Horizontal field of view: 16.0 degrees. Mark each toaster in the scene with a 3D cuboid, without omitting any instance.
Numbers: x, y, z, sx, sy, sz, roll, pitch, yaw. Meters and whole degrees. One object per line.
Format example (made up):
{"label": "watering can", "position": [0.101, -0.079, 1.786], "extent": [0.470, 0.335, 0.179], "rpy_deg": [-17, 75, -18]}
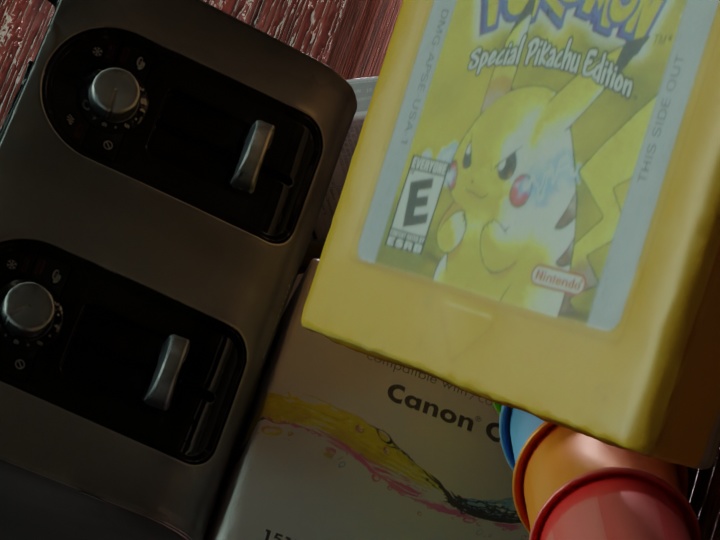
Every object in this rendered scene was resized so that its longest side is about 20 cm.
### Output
{"label": "toaster", "position": [-0.095, 0.019, 0.900], "extent": [0.200, 0.118, 0.182], "rpy_deg": [126, 165, -65]}

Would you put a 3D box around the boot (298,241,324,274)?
{"label": "boot", "position": [-0.011, 0.115, 0.985], "extent": [0.201, 0.066, 0.176], "rpy_deg": [-72, -33, -41]}

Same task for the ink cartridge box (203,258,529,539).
{"label": "ink cartridge box", "position": [0.013, 0.076, 0.859], "extent": [0.068, 0.116, 0.201], "rpy_deg": [118, 170, -49]}

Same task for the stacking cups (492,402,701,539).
{"label": "stacking cups", "position": [0.071, 0.056, 0.744], "extent": [0.200, 0.060, 0.061], "rpy_deg": [-95, 26, -66]}

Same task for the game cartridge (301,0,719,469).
{"label": "game cartridge", "position": [0.063, -0.061, 0.718], "extent": [0.176, 0.032, 0.201], "rpy_deg": [17, 92, 57]}

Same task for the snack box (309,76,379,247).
{"label": "snack box", "position": [0.000, 0.000, 1.031], "extent": [0.201, 0.071, 0.024], "rpy_deg": [72, -163, -49]}
